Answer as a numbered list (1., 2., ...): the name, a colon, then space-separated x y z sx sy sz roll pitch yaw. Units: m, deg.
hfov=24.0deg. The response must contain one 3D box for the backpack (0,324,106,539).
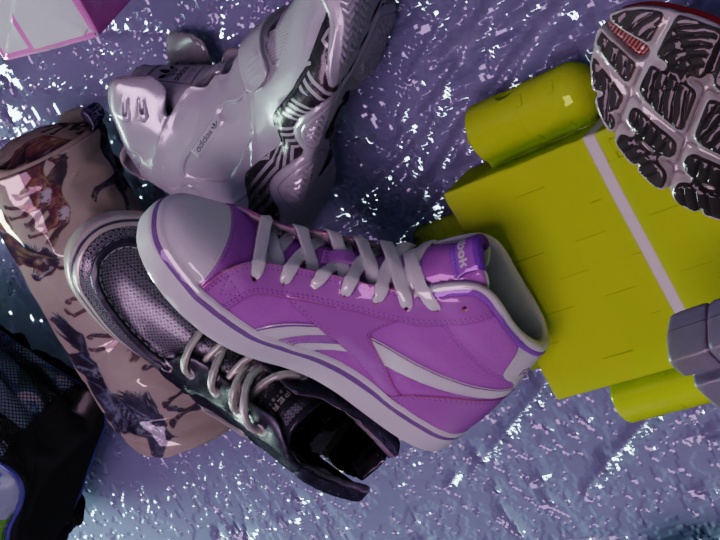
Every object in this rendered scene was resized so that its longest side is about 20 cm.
1. backpack: -0.272 0.096 1.011 0.200 0.147 0.183 37 140 11

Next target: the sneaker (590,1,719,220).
1. sneaker: 0.189 -0.059 0.712 0.199 0.085 0.077 25 124 0

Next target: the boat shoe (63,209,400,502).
1. boat shoe: -0.060 0.043 0.869 0.199 0.093 0.075 34 93 -24

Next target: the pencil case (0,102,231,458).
1. pencil case: -0.132 0.009 0.934 0.077 0.089 0.201 -9 115 45

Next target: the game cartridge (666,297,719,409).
1. game cartridge: 0.241 0.060 0.737 0.129 0.039 0.200 -25 132 32

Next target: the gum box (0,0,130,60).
1. gum box: -0.166 -0.215 0.780 0.066 0.114 0.201 -8 125 34

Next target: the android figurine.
1. android figurine: 0.122 -0.011 0.808 0.199 0.041 0.183 -23 103 39

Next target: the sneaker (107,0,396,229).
1. sneaker: -0.059 -0.097 0.837 0.114 0.075 0.201 29 130 8

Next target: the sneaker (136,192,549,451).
1. sneaker: 0.000 0.000 0.802 0.200 0.073 0.114 28 131 -22
